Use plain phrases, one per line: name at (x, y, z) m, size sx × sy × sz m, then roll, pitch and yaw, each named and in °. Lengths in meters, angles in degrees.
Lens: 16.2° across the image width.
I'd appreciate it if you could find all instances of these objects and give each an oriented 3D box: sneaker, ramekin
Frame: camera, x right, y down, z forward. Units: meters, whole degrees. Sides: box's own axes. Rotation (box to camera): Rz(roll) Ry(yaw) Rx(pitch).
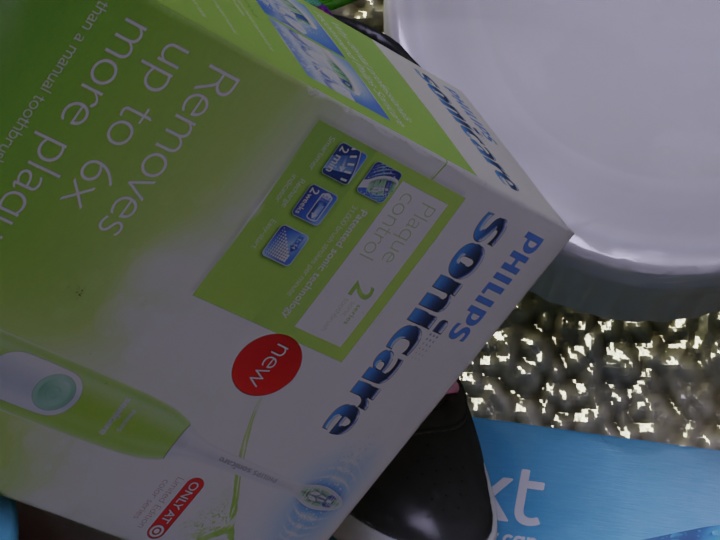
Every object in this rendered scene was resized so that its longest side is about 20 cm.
sneaker at (0.000, 0.000, 0.819) m, size 0.070 × 0.099 × 0.201 m, roll -6°, pitch 51°, yaw -27°
ramekin at (0.104, -0.075, 0.913) m, size 0.201 × 0.094 × 0.204 m, roll 2°, pitch 67°, yaw -4°

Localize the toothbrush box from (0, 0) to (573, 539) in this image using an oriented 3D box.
toothbrush box at (-0.065, -0.013, 0.704) m, size 0.146 × 0.200 × 0.086 m, roll -51°, pitch 41°, yaw 14°

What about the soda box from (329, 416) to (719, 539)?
soda box at (0.087, 0.099, 0.851) m, size 0.199 × 0.064 × 0.068 m, roll 7°, pitch 61°, yaw 11°

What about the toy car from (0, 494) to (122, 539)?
toy car at (-0.121, 0.082, 0.813) m, size 0.176 × 0.184 × 0.201 m, roll 33°, pitch 44°, yaw -19°

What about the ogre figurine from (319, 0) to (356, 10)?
ogre figurine at (-0.066, -0.149, 0.994) m, size 0.120 × 0.098 × 0.200 m, roll -37°, pitch 74°, yaw -27°

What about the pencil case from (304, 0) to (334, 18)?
pencil case at (-0.094, -0.109, 0.806) m, size 0.088 × 0.089 × 0.200 m, roll -38°, pitch 61°, yaw -14°
